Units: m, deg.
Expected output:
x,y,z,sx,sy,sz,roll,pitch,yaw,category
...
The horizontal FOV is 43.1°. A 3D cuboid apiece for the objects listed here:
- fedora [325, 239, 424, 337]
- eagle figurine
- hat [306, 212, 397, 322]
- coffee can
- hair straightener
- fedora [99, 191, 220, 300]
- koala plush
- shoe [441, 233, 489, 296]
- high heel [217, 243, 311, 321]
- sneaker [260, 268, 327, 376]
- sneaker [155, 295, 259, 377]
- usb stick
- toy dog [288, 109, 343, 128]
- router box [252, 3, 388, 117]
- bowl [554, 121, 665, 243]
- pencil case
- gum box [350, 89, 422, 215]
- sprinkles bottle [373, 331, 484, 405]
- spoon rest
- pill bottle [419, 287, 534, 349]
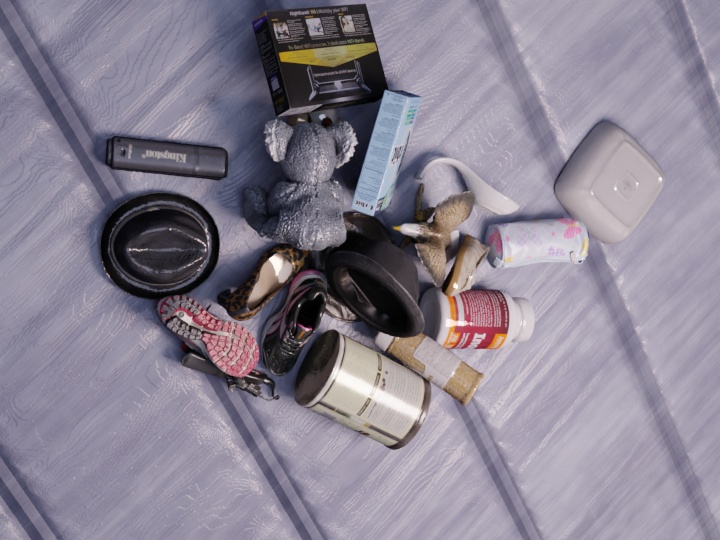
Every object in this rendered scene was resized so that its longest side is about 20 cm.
x,y,z,sx,sy,sz,roll,pitch,yaw,category
0.041,0.018,1.518,0.201,0.200,0.092,46,62,-20,fedora
0.130,-0.062,1.595,0.150,0.200,0.152,-24,105,-17,eagle figurine
0.000,0.000,1.619,0.199,0.081,0.202,-3,99,-19,hat
0.005,0.212,1.616,0.199,0.146,0.147,29,87,-22,coffee can
-0.221,0.188,1.570,0.200,0.077,0.041,32,119,-27,hair straightener
-0.320,-0.035,1.485,0.199,0.092,0.202,-3,99,-20,fedora
-0.087,-0.149,1.491,0.176,0.184,0.201,3,107,-19,koala plush
0.192,-0.008,1.636,0.053,0.200,0.070,25,122,5,shoe
-0.143,0.016,1.533,0.200,0.142,0.072,-35,108,-13,high heel
-0.114,0.098,1.573,0.080,0.086,0.201,15,108,-20,sneaker
-0.254,0.103,1.528,0.200,0.075,0.081,41,74,-22,sneaker
-0.316,-0.184,1.499,0.199,0.033,0.056,4,97,-21,usb stick
-0.061,-0.309,1.541,0.131,0.096,0.201,-16,104,-24,toy dog
-0.062,-0.342,1.476,0.199,0.052,0.158,-15,91,-33,router box
0.504,-0.168,1.792,0.200,0.075,0.200,39,84,-22,bowl
0.336,-0.050,1.737,0.199,0.083,0.091,-3,77,-19,pencil case
0.047,-0.203,1.544,0.044,0.170,0.201,19,103,7,gum box
0.121,0.156,1.617,0.200,0.068,0.068,34,85,7,sprinkles bottle
0.203,-0.157,1.673,0.199,0.099,0.061,22,92,-12,spoon rest
0.217,0.090,1.697,0.199,0.113,0.114,2,97,-21,pill bottle
